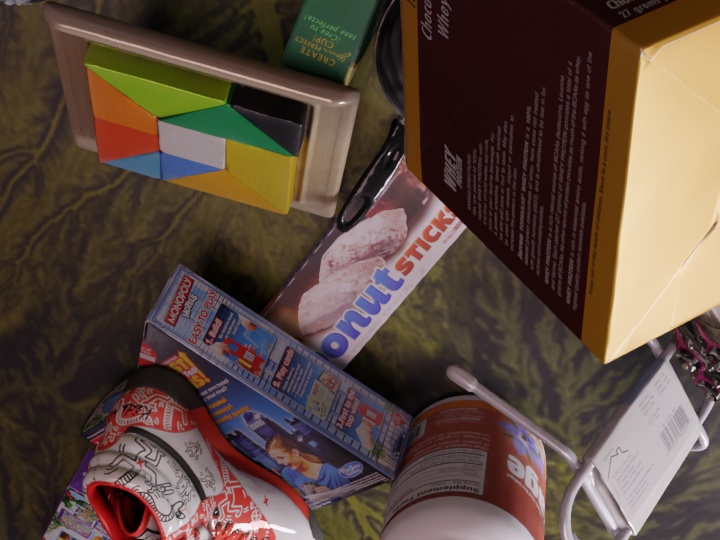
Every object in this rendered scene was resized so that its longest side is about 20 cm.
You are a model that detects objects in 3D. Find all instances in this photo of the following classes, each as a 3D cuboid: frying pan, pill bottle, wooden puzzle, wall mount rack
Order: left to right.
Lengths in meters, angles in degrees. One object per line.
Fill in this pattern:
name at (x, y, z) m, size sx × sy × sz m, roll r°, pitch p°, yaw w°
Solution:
wooden puzzle at (-0.099, -0.087, 0.787) m, size 0.184 × 0.200 × 0.037 m, roll 16°, pitch 73°, yaw 0°
frying pan at (0.056, -0.108, 0.817) m, size 0.114 × 0.031 × 0.191 m, roll 8°, pitch 117°, yaw -12°
pill bottle at (0.070, 0.181, 0.868) m, size 0.111 × 0.200 × 0.113 m, roll 4°, pitch 116°, yaw 8°
wall mount rack at (0.155, 0.094, 0.850) m, size 0.074 × 0.200 × 0.174 m, roll -7°, pitch 122°, yaw 51°

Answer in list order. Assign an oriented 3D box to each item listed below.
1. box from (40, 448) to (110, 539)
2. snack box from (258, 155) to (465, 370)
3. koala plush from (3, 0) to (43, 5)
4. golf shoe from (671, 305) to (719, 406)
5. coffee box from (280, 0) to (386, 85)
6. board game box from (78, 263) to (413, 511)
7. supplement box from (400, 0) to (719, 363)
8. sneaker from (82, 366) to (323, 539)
box at (-0.148, 0.228, 0.990) m, size 0.199 × 0.039 × 0.137 m, roll 30°, pitch 139°, yaw -6°
snack box at (0.000, 0.000, 0.892) m, size 0.072 × 0.024 × 0.200 m, roll 35°, pitch 116°, yaw -10°
koala plush at (-0.124, -0.273, 0.704) m, size 0.183 × 0.177 × 0.201 m, roll -13°, pitch 99°, yaw 28°
golf shoe at (0.239, 0.019, 0.827) m, size 0.092 × 0.073 × 0.200 m, roll -44°, pitch 102°, yaw -19°
coffee box at (0.015, -0.215, 0.736) m, size 0.044 × 0.123 × 0.201 m, roll 22°, pitch 115°, yaw -2°
board game box at (-0.102, 0.097, 0.916) m, size 0.199 × 0.062 × 0.200 m, roll -28°, pitch 117°, yaw 38°
supplement box at (0.127, -0.104, 0.680) m, size 0.132 × 0.200 × 0.198 m, roll -24°, pitch 136°, yaw -20°
sneaker at (-0.108, 0.170, 0.866) m, size 0.067 × 0.108 × 0.202 m, roll -18°, pitch 123°, yaw 33°
